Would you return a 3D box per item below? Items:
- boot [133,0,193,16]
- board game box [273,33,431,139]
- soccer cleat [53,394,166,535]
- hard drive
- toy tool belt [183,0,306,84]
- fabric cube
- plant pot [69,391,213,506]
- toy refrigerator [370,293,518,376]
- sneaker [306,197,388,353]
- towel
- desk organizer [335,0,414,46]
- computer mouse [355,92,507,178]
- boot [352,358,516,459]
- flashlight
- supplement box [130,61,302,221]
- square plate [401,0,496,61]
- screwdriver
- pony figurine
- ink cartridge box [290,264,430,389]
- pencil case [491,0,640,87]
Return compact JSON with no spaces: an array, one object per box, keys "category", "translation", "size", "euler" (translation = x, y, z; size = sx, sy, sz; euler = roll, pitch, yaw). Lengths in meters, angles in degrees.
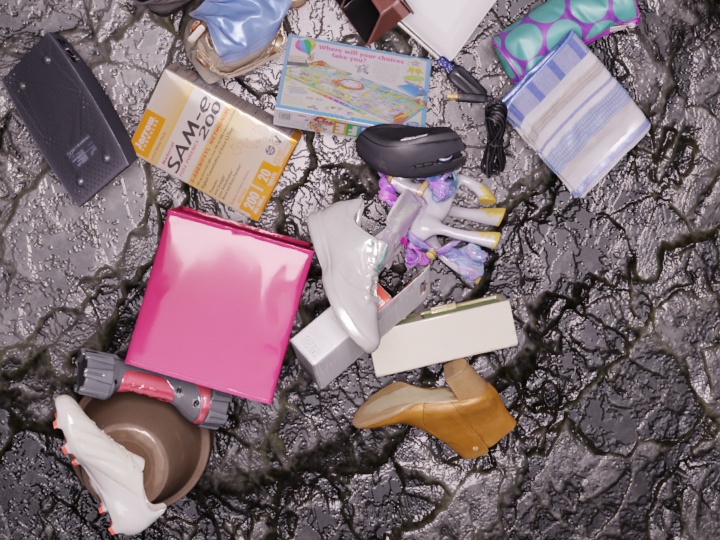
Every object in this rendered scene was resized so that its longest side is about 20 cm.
[{"category":"boot","translation":[-0.204,-0.397,1.616],"size":[0.199,0.132,0.070],"euler":[-39,95,2]},{"category":"board game box","translation":[-0.009,-0.238,1.652],"size":[0.197,0.034,0.136],"euler":[10,56,-3]},{"category":"soccer cleat","translation":[-0.312,0.233,1.539],"size":[0.077,0.069,0.202],"euler":[-27,104,-4]},{"category":"hard drive","translation":[-0.380,-0.200,1.641],"size":[0.134,0.042,0.201],"euler":[-32,89,37]},{"category":"toy tool belt","translation":[-0.142,-0.336,1.609],"size":[0.200,0.123,0.125],"euler":[-40,85,-12]},{"category":"fabric cube","translation":[-0.178,0.039,1.630],"size":[0.194,0.200,0.202],"euler":[15,93,-3]},{"category":"plant pot","translation":[-0.300,0.242,1.658],"size":[0.197,0.175,0.203],"euler":[0,97,-3]},{"category":"toy refrigerator","translation":[0.108,0.085,1.708],"size":[0.198,0.076,0.071],"euler":[-13,96,0]},{"category":"sneaker","translation":[0.000,0.000,1.533],"size":[0.088,0.075,0.202],"euler":[-24,67,11]},{"category":"towel","translation":[0.289,-0.205,1.668],"size":[0.147,0.024,0.200],"euler":[-45,121,6]},{"category":"desk organizer","translation":[-0.021,-0.399,1.626],"size":[0.077,0.072,0.201],"euler":[-35,79,10]},{"category":"computer mouse","translation":[0.093,-0.166,1.580],"size":[0.197,0.046,0.141],"euler":[5,139,0]},{"category":"boot","translation":[0.104,0.214,1.727],"size":[0.200,0.071,0.145],"euler":[-26,118,19]},{"category":"flashlight","translation":[-0.266,0.155,1.595],"size":[0.198,0.068,0.069],"euler":[14,91,-28]},{"category":"supplement box","translation":[-0.193,-0.172,1.659],"size":[0.198,0.074,0.127],"euler":[28,106,-5]},{"category":"square plate","translation":[0.105,-0.421,1.679],"size":[0.197,0.028,0.201],"euler":[38,93,-6]},{"category":"screwdriver","translation":[0.092,-0.293,1.666],"size":[0.199,0.029,0.028],"euler":[37,124,-14]},{"category":"pony figurine","translation":[0.085,-0.062,1.670],"size":[0.198,0.167,0.195],"euler":[24,62,-1]},{"category":"ink cartridge box","translation":[0.003,0.060,1.617],"size":[0.200,0.109,0.050],"euler":[-41,72,-11]},{"category":"pencil case","translation":[0.277,-0.322,1.667],"size":[0.199,0.085,0.093],"euler":[-30,64,2]}]
